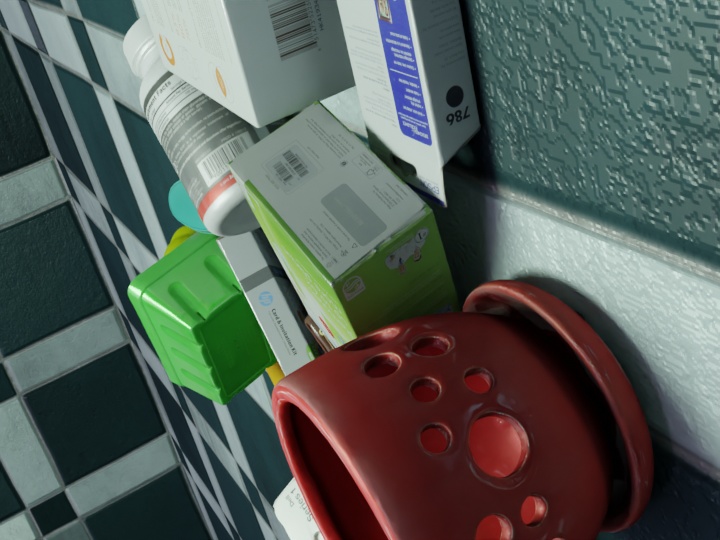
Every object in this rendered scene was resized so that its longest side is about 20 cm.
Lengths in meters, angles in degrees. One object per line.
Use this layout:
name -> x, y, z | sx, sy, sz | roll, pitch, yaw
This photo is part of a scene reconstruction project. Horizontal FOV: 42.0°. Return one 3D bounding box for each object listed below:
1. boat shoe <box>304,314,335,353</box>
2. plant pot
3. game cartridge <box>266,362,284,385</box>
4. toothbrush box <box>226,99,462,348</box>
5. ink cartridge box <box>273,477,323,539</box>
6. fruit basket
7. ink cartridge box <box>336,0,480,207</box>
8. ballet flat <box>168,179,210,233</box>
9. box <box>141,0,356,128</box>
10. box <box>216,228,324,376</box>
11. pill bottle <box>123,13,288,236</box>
boat shoe -> 0.007, 0.119, 0.905 | 0.202, 0.070, 0.070 | 66, 159, -10
plant pot -> 0.065, 0.120, 0.589 | 0.201, 0.181, 0.202 | 50, 155, 33
game cartridge -> -0.108, 0.073, 1.198 | 0.178, 0.032, 0.200 | 61, 158, 9
toothbrush box -> 0.000, 0.000, 0.694 | 0.146, 0.086, 0.201 | 48, 170, 36
ink cartridge box -> 0.043, 0.225, 0.768 | 0.146, 0.085, 0.199 | 48, -168, 35
fruit basket -> -0.200, 0.031, 1.137 | 0.215, 0.155, 0.217 | 42, 156, 23
ink cartridge box -> 0.025, -0.147, 0.583 | 0.099, 0.039, 0.202 | 36, 145, 53
ballet flat -> -0.137, -0.077, 1.013 | 0.199, 0.070, 0.068 | 2, 106, 55
box -> -0.094, -0.208, 0.722 | 0.200, 0.097, 0.126 | 37, 147, 50
box -> -0.077, 0.054, 0.998 | 0.202, 0.041, 0.156 | 64, -178, 6
pill bottle -> -0.135, -0.144, 0.874 | 0.202, 0.115, 0.116 | 60, 160, 12
